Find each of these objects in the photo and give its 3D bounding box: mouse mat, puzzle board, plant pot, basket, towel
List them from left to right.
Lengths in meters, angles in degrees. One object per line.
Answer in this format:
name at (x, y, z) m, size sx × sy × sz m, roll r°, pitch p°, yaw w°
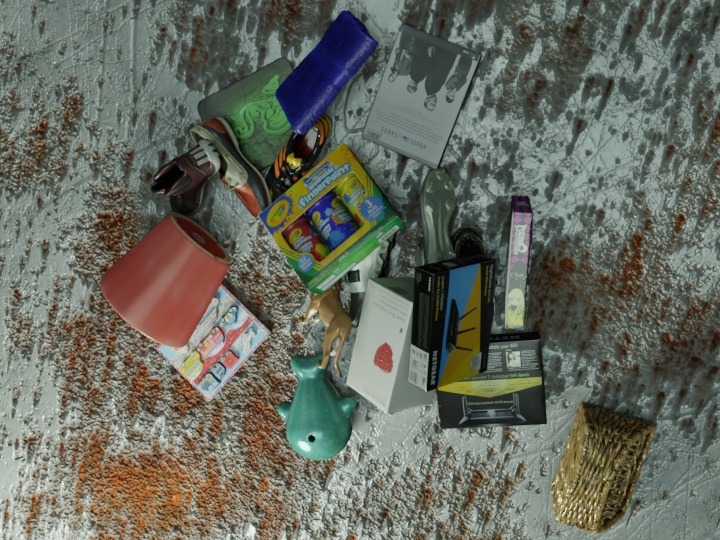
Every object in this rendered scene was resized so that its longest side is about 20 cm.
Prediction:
plant pot at (-0.341, 0.007, 1.334) m, size 0.200 × 0.200 × 0.178 m, roll 40°, pitch 97°, yaw -1°
puzzle board at (-0.290, 0.137, 1.435) m, size 0.150 × 0.017 × 0.200 m, roll 43°, pitch 105°, yaw -2°
mouse mat at (-0.185, -0.269, 1.331) m, size 0.197 × 0.008 × 0.163 m, roll -23°, pitch 98°, yaw 13°
towel at (-0.063, -0.333, 1.224) m, size 0.049 × 0.148 × 0.200 m, roll 32°, pitch 107°, yaw -32°
basket at (0.435, 0.360, 1.292) m, size 0.146 × 0.143 × 0.204 m, roll 17°, pitch 105°, yaw 6°

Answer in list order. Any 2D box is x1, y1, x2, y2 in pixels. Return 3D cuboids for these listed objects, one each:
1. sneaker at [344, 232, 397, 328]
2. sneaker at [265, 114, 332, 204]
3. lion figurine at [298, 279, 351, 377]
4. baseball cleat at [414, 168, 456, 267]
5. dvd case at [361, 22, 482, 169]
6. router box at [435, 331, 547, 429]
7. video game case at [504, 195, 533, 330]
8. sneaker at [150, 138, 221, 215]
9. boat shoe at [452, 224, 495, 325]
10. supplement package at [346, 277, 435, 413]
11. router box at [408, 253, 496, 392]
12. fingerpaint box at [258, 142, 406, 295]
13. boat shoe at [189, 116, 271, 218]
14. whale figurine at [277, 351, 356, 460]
sneaker at (0.000, 0.000, 1.329) m, size 0.087 × 0.074 × 0.204 m, roll 19°, pitch 97°, yaw 11°
sneaker at (-0.121, -0.185, 1.290) m, size 0.069 × 0.090 × 0.202 m, roll 31°, pitch 109°, yaw -3°
lion figurine at (-0.052, 0.078, 1.317) m, size 0.123 × 0.072 × 0.201 m, roll -56°, pitch 49°, yaw 29°
baseball cleat at (0.122, -0.072, 1.289) m, size 0.068 × 0.106 × 0.204 m, roll 6°, pitch 75°, yaw -21°
dvd case at (0.102, -0.296, 1.255) m, size 0.148 × 0.025 × 0.203 m, roll 24°, pitch 105°, yaw 11°
router box at (0.234, 0.201, 1.338) m, size 0.196 × 0.052 × 0.161 m, roll -4°, pitch 101°, yaw 11°
video game case at (0.259, -0.019, 1.209) m, size 0.035 × 0.200 × 0.185 m, roll 4°, pitch 104°, yaw 10°
sneaker at (-0.327, -0.148, 1.289) m, size 0.076 × 0.115 × 0.200 m, roll 50°, pitch 139°, yaw 6°
boat shoe at (0.198, 0.025, 1.300) m, size 0.070 × 0.061 × 0.205 m, roll -9°, pitch 101°, yaw 11°
supplement package at (0.071, 0.127, 1.293) m, size 0.120 × 0.118 × 0.204 m, roll 26°, pitch 110°, yaw 45°
router box at (0.153, 0.083, 1.221) m, size 0.051 × 0.147 × 0.204 m, roll 23°, pitch 118°, yaw 48°
fingerpaint box at (-0.050, -0.088, 1.273) m, size 0.199 × 0.073 × 0.168 m, roll -38°, pitch 73°, yaw 8°
boat shoe at (-0.230, -0.177, 1.313) m, size 0.071 × 0.062 × 0.202 m, roll -27°, pitch 95°, yaw 46°
whale figurine at (-0.086, 0.259, 1.381) m, size 0.156 × 0.104 × 0.204 m, roll -5°, pitch 102°, yaw 11°
